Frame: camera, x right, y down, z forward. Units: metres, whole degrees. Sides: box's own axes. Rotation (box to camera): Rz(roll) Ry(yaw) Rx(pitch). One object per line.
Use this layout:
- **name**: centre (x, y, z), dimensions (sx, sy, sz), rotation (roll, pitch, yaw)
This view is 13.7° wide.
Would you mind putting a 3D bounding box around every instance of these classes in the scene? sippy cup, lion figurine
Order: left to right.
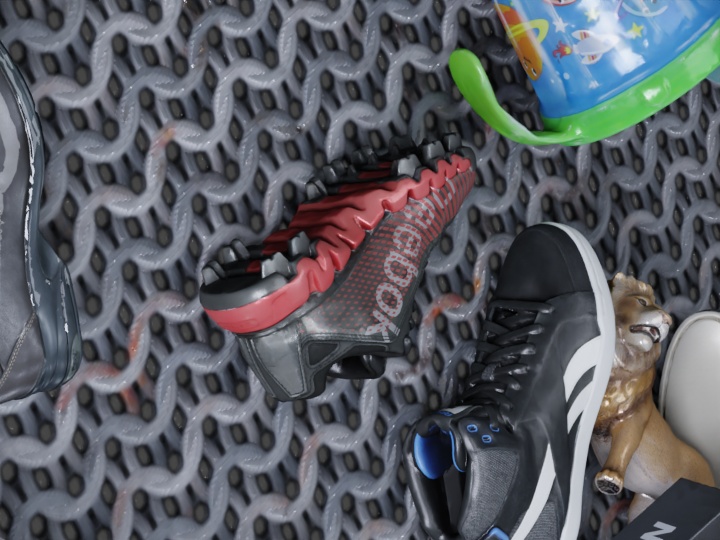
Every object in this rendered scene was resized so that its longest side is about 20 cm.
- **sippy cup**: centre (0.132, -0.162, 1.694), dimensions (0.131, 0.139, 0.178), rotation (56, 35, -15)
- **lion figurine**: centre (0.165, 0.105, 1.748), dimensions (0.200, 0.072, 0.123), rotation (63, 39, -40)

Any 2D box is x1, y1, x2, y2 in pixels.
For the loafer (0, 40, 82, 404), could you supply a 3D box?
- **loafer**: centre (-0.184, -0.032, 1.347), dimensions (0.072, 0.073, 0.201), rotation (-25, 103, -43)

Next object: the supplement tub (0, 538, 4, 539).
- **supplement tub**: centre (-0.139, 0.213, 1.312), dimensions (0.200, 0.145, 0.146), rotation (37, 59, -41)

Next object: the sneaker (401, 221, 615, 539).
- **sneaker**: centre (0.078, 0.064, 1.637), dimensions (0.112, 0.073, 0.201), rotation (16, 75, -49)

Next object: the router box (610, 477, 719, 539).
- **router box**: centre (0.157, 0.239, 1.676), dimensions (0.200, 0.052, 0.158), rotation (-38, 119, -25)

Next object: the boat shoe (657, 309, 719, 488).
- **boat shoe**: centre (0.223, 0.116, 1.817), dimensions (0.057, 0.067, 0.201), rotation (-39, 121, -66)

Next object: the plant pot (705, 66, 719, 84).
- **plant pot**: centre (0.276, -0.205, 1.825), dimensions (0.188, 0.200, 0.201), rotation (-29, 108, -31)

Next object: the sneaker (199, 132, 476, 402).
- **sneaker**: centre (0.000, 0.000, 1.556), dimensions (0.200, 0.071, 0.098), rotation (-40, 115, -42)
